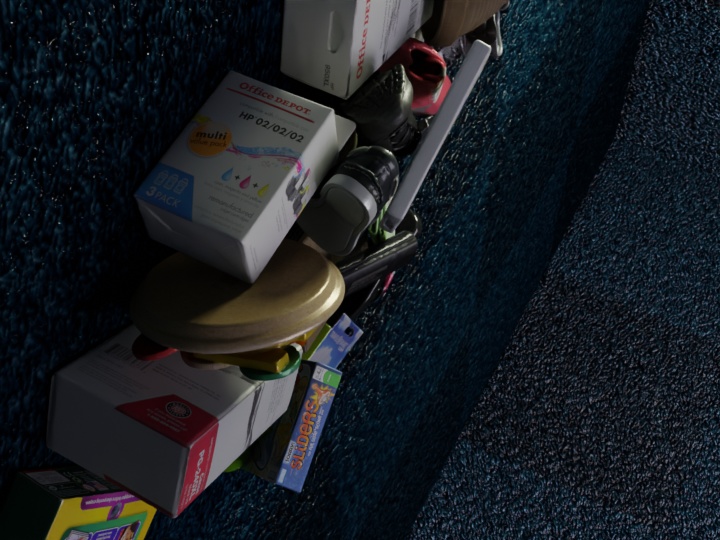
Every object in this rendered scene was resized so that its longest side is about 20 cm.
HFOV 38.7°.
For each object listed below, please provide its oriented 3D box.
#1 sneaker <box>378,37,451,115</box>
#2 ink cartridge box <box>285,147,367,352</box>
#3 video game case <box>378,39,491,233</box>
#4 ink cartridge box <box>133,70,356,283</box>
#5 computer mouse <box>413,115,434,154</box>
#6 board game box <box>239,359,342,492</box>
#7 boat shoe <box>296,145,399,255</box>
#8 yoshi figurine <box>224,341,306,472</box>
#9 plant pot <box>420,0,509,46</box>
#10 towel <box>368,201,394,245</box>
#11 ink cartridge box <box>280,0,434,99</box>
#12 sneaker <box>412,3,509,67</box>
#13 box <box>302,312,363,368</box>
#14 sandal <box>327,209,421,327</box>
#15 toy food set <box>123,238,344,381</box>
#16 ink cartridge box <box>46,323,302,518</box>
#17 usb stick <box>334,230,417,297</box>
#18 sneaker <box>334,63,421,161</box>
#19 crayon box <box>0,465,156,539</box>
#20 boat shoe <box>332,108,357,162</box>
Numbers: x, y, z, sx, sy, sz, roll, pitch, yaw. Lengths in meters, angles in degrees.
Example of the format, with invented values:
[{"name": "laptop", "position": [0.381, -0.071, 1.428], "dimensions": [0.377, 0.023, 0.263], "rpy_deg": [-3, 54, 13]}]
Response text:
[{"name": "sneaker", "position": [0.072, -0.229, 1.229], "dimensions": [0.199, 0.086, 0.075], "rpy_deg": [17, 87, -56]}, {"name": "ink cartridge box", "position": [-0.058, -0.031, 1.195], "dimensions": [0.166, 0.074, 0.201], "rpy_deg": [-56, 161, -31]}, {"name": "video game case", "position": [0.078, -0.140, 1.127], "dimensions": [0.202, 0.023, 0.182], "rpy_deg": [-63, 180, -3]}, {"name": "ink cartridge box", "position": [-0.097, -0.101, 0.918], "dimensions": [0.201, 0.114, 0.068], "rpy_deg": [-58, 161, -28]}, {"name": "computer mouse", "position": [0.066, -0.160, 1.243], "dimensions": [0.058, 0.034, 0.200], "rpy_deg": [-28, -177, 13]}, {"name": "board game box", "position": [-0.098, 0.167, 1.171], "dimensions": [0.199, 0.034, 0.137], "rpy_deg": [-4, -116, 63]}, {"name": "boat shoe", "position": [-0.012, -0.066, 0.990], "dimensions": [0.060, 0.076, 0.200], "rpy_deg": [-49, -170, -18]}, {"name": "yoshi figurine", "position": [-0.134, 0.139, 1.137], "dimensions": [0.201, 0.111, 0.112], "rpy_deg": [-57, 172, -7]}, {"name": "plant pot", "position": [0.123, -0.353, 1.143], "dimensions": [0.201, 0.091, 0.205], "rpy_deg": [180, -90, -83]}, {"name": "towel", "position": [0.035, -0.116, 1.305], "dimensions": [0.149, 0.030, 0.203], "rpy_deg": [59, 30, -70]}, {"name": "ink cartridge box", "position": [0.005, -0.290, 1.032], "dimensions": [0.200, 0.083, 0.146], "rpy_deg": [-51, 157, -42]}, {"name": "sneaker", "position": [0.120, -0.286, 1.339], "dimensions": [0.202, 0.113, 0.075], "rpy_deg": [-66, 163, -3]}, {"name": "box", "position": [-0.083, 0.137, 1.330], "dimensions": [0.201, 0.047, 0.122], "rpy_deg": [-53, 162, -5]}, {"name": "sandal", "position": [0.017, 0.004, 1.387], "dimensions": [0.200, 0.075, 0.045], "rpy_deg": [-48, 143, 10]}, {"name": "toy food set", "position": [-0.112, 0.027, 0.909], "dimensions": [0.198, 0.197, 0.049], "rpy_deg": [-48, 141, -54]}, {"name": "ink cartridge box", "position": [-0.164, 0.113, 0.938], "dimensions": [0.200, 0.144, 0.084], "rpy_deg": [-38, 147, -57]}, {"name": "usb stick", "position": [0.000, 0.000, 1.176], "dimensions": [0.199, 0.033, 0.056], "rpy_deg": [-27, 158, -50]}, {"name": "sneaker", "position": [0.030, -0.154, 1.043], "dimensions": [0.076, 0.091, 0.200], "rpy_deg": [-36, -168, 4]}, {"name": "crayon box", "position": [-0.278, 0.272, 0.951], "dimensions": [0.175, 0.058, 0.200], "rpy_deg": [-65, 163, -1]}, {"name": "boat shoe", "position": [-0.062, -0.113, 1.078], "dimensions": [0.201, 0.073, 0.067], "rpy_deg": [-54, 165, -35]}]
